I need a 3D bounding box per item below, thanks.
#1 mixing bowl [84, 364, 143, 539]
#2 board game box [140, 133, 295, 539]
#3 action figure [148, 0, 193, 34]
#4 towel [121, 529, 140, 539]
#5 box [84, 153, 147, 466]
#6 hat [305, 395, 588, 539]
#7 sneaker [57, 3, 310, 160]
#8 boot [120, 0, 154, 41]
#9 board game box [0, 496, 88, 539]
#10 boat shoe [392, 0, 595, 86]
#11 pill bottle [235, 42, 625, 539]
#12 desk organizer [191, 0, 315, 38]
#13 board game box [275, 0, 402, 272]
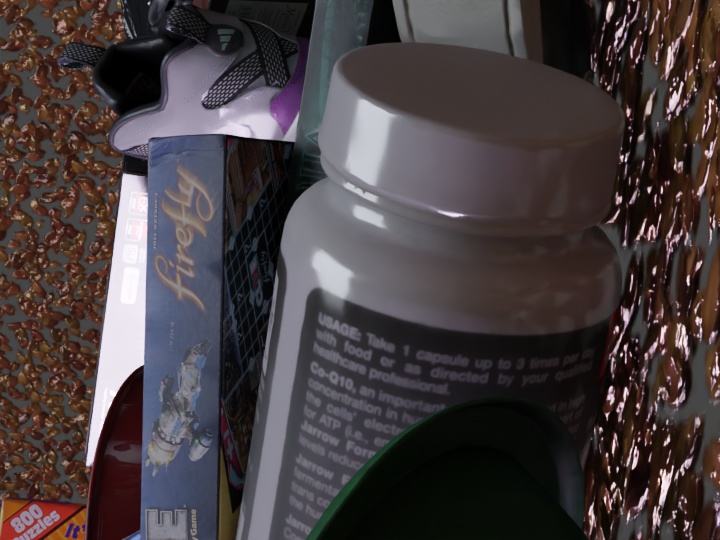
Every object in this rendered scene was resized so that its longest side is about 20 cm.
[{"bbox_3d":[-0.046,0.141,1.156,0.200,0.108,0.200,-4,-90,-74],"label":"mixing bowl"},{"bbox_3d":[-0.032,0.051,0.907,0.135,0.035,0.200,1,-90,-61],"label":"board game box"},{"bbox_3d":[-0.020,-0.107,1.258,0.102,0.200,0.119,26,85,44],"label":"action figure"},{"bbox_3d":[-0.057,0.203,1.023,0.145,0.024,0.200,-32,82,38],"label":"towel"},{"bbox_3d":[-0.054,0.024,1.244,0.048,0.158,0.200,-89,10,-51],"label":"box"},{"bbox_3d":[0.076,0.138,0.669,0.200,0.176,0.166,0,-73,-56],"label":"hat"},{"bbox_3d":[-0.071,-0.060,1.069,0.200,0.140,0.078,119,173,-59],"label":"sneaker"},{"bbox_3d":[-0.048,-0.130,1.344,0.073,0.162,0.198,44,143,52],"label":"boot"},{"bbox_3d":[-0.124,0.246,1.412,0.200,0.200,0.200,139,137,-78],"label":"board game box"},{"bbox_3d":[0.052,-0.049,0.868,0.060,0.074,0.200,-28,-63,-48],"label":"boat shoe"},{"bbox_3d":[0.024,0.034,0.804,0.114,0.114,0.200,-102,20,-67],"label":"pill bottle"},{"bbox_3d":[-0.027,-0.166,1.028,0.200,0.072,0.077,114,153,-60],"label":"desk organizer"},{"bbox_3d":[0.028,-0.094,0.906,0.135,0.028,0.200,1,-81,-59],"label":"board game box"}]
